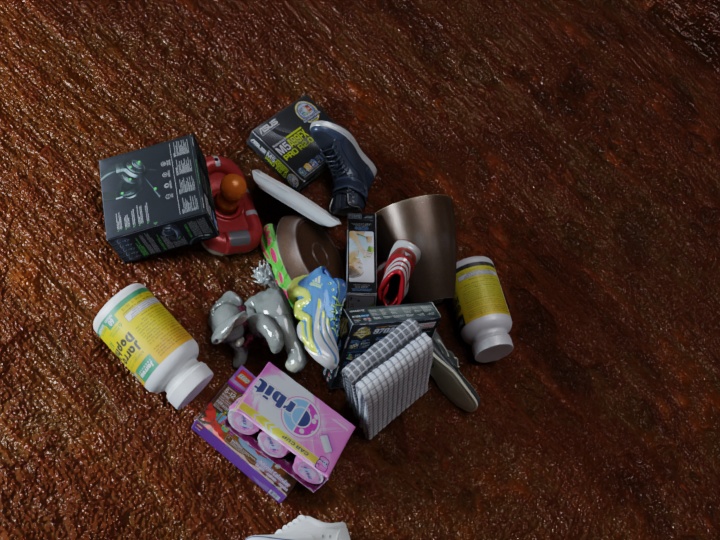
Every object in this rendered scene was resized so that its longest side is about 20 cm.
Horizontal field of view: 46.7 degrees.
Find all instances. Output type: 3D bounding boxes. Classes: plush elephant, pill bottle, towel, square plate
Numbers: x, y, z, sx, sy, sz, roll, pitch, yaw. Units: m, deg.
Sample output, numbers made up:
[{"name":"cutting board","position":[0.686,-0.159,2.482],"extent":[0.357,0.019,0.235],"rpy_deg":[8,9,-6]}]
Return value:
[{"name":"plush elephant","position":[-0.194,0.102,1.476],"extent":[0.165,0.152,0.203],"rpy_deg":[-107,173,-73]},{"name":"pill bottle","position":[-0.341,0.129,1.389],"extent":[0.200,0.113,0.112],"rpy_deg":[46,49,6]},{"name":"towel","position":[0.049,0.190,1.489],"extent":[0.164,0.201,0.086],"rpy_deg":[-36,63,-18]},{"name":"square plate","position":[-0.131,-0.142,1.674],"extent":[0.198,0.198,0.029],"rpy_deg":[31,93,-7]},{"name":"pill bottle","position":[0.252,0.082,1.746],"extent":[0.110,0.113,0.204],"rpy_deg":[2,57,-27]}]

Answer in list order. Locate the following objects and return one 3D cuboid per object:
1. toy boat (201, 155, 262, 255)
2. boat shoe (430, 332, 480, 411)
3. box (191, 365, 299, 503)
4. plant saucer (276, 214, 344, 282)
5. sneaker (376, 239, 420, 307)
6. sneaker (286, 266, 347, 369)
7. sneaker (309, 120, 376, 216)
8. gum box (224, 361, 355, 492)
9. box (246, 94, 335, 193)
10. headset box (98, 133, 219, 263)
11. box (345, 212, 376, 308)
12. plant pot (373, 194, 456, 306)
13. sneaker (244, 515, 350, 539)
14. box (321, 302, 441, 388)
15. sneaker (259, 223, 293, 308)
[{"name":"toy boat","position":[-0.256,-0.138,1.603],"extent":[0.128,0.131,0.203],"rpy_deg":[-8,63,-33]},{"name":"boat shoe","position":[0.173,0.190,1.657],"extent":[0.067,0.072,0.201],"rpy_deg":[-32,76,-35]},{"name":"box","position":[-0.172,0.278,1.429],"extent":[0.199,0.039,0.137],"rpy_deg":[39,48,0]},{"name":"plant saucer","position":[-0.088,-0.023,1.620],"extent":[0.200,0.034,0.203],"rpy_deg":[44,32,-36]},{"name":"sneaker","position":[0.051,0.039,1.612],"extent":[0.077,0.202,0.117],"rpy_deg":[23,51,7]},{"name":"sneaker","position":[-0.063,0.071,1.458],"extent":[0.075,0.105,0.202],"rpy_deg":[31,24,-49]},{"name":"sneaker","position":[-0.047,-0.208,1.764],"extent":[0.202,0.076,0.149],"rpy_deg":[41,53,-35]},{"name":"gum box","position":[-0.121,0.259,1.399],"extent":[0.198,0.066,0.114],"rpy_deg":[37,47,-2]},{"name":"box","position":[-0.128,-0.281,1.827],"extent":[0.160,0.044,0.200],"rpy_deg":[45,49,4]},{"name":"headset box","position":[-0.372,-0.128,1.511],"extent":[0.196,0.093,0.177],"rpy_deg":[-16,63,-1]},{"name":"box","position":[0.000,0.000,1.650],"extent":[0.059,0.118,0.203],"rpy_deg":[2,52,-2]},{"name":"plant pot","position":[0.126,-0.027,1.725],"extent":[0.183,0.186,0.205],"rpy_deg":[-5,75,-31]},{"name":"sneaker","position":[-0.104,0.437,1.348],"extent":[0.197,0.073,0.072],"rpy_deg":[14,43,-31]},{"name":"box","position":[0.039,0.139,1.558],"extent":[0.196,0.161,0.046],"rpy_deg":[-4,40,-29]},{"name":"sneaker","position":[-0.130,-0.007,1.622],"extent":[0.082,0.077,0.203],"rpy_deg":[-8,66,-32]}]
